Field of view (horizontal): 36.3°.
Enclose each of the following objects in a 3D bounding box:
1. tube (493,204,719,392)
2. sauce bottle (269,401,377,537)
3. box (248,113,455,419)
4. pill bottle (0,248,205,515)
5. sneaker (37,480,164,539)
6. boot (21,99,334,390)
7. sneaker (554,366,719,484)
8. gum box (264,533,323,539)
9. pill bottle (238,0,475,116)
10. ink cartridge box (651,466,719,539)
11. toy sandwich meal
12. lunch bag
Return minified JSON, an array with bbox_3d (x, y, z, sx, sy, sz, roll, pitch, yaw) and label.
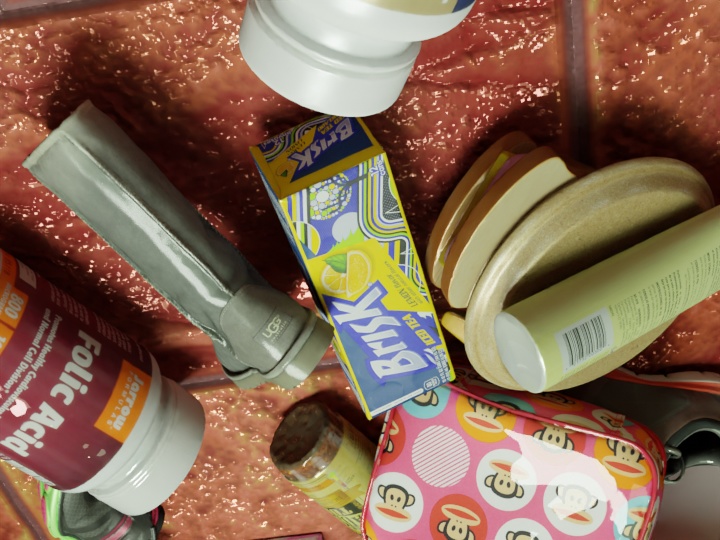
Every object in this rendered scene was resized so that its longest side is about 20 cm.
[{"bbox_3d":[0.172,0.008,0.652,0.199,0.058,0.052,-25,92,-18],"label":"tube"},{"bbox_3d":[0.011,0.179,0.872,0.066,0.066,0.200,-30,126,24],"label":"sauce bottle"},{"bbox_3d":[0.000,0.000,0.693,0.070,0.064,0.201,-24,132,-5],"label":"box"},{"bbox_3d":[-0.207,0.078,0.736,0.114,0.115,0.200,-32,127,26],"label":"pill bottle"},{"bbox_3d":[-0.204,0.193,0.885,0.083,0.077,0.201,-20,136,-7],"label":"sneaker"},{"bbox_3d":[-0.118,-0.011,0.675,0.199,0.073,0.182,37,162,-13],"label":"boot"},{"bbox_3d":[0.190,0.119,0.807,0.198,0.082,0.077,-3,134,4],"label":"sneaker"},{"bbox_3d":[-0.120,0.307,0.985,0.198,0.066,0.114,-8,131,6],"label":"gum box"},{"bbox_3d":[0.013,-0.176,0.502,0.119,0.120,0.201,13,132,-14],"label":"pill bottle"},{"bbox_3d":[0.303,0.272,0.911,0.145,0.147,0.200,-26,128,22],"label":"ink cartridge box"},{"bbox_3d":[0.132,-0.005,0.698,0.204,0.070,0.206,-18,136,-18],"label":"toy sandwich meal"},{"bbox_3d":[0.103,0.170,0.773,0.198,0.082,0.178,19,101,18],"label":"lunch bag"}]
